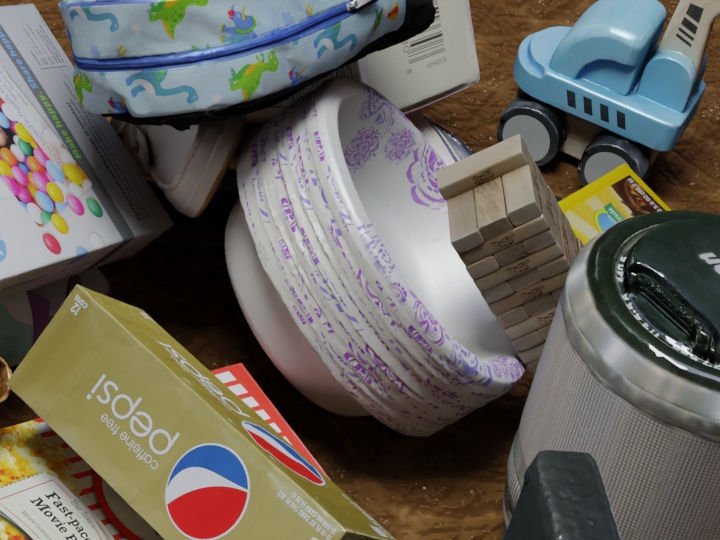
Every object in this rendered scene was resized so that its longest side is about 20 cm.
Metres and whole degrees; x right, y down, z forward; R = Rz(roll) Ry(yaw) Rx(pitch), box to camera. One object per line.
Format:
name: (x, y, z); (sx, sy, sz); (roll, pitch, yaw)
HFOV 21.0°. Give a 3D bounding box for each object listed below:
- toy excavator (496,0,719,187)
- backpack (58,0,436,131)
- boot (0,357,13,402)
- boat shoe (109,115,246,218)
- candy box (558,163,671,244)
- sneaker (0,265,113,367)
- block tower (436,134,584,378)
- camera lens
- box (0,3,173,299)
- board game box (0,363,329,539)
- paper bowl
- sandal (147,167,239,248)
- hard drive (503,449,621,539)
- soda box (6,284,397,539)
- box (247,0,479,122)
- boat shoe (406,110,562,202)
toy excavator: (0.205, -0.148, 1.321); (0.193, 0.201, 0.100); (24, 39, 14)
backpack: (-0.077, -0.145, 1.051); (0.162, 0.155, 0.200); (11, 41, 32)
boot: (-0.275, 0.048, 0.921); (0.201, 0.143, 0.071); (15, 61, -55)
boat shoe: (-0.116, -0.087, 1.138); (0.069, 0.071, 0.200); (28, 9, -19)
candy box: (0.201, 0.024, 1.197); (0.200, 0.026, 0.102); (47, 44, 13)
sneaker: (-0.210, -0.020, 1.140); (0.139, 0.078, 0.200); (-13, 48, -38)
block tower: (0.110, 0.020, 1.098); (0.054, 0.201, 0.058); (-23, 34, 16)
camera lens: (0.165, 0.083, 1.014); (0.159, 0.201, 0.161); (9, 37, -7)
box: (-0.198, -0.064, 1.035); (0.157, 0.041, 0.200); (57, 25, 5)
board game box: (-0.111, 0.133, 0.989); (0.199, 0.047, 0.152); (-14, 46, -32)
paper bowl: (0.000, 0.000, 1.101); (0.201, 0.104, 0.201); (47, 24, -29)
sandal: (-0.068, -0.044, 1.219); (0.198, 0.043, 0.076); (4, 21, -17)
hard drive: (0.075, 0.197, 0.839); (0.033, 0.201, 0.140); (4, 38, -13)
soda box: (-0.078, 0.092, 0.940); (0.200, 0.064, 0.068); (38, 5, 28)
box: (-0.036, -0.170, 1.267); (0.199, 0.129, 0.109); (7, 24, 45)
boat shoe: (0.080, -0.040, 1.262); (0.092, 0.075, 0.200); (-7, 47, -38)
